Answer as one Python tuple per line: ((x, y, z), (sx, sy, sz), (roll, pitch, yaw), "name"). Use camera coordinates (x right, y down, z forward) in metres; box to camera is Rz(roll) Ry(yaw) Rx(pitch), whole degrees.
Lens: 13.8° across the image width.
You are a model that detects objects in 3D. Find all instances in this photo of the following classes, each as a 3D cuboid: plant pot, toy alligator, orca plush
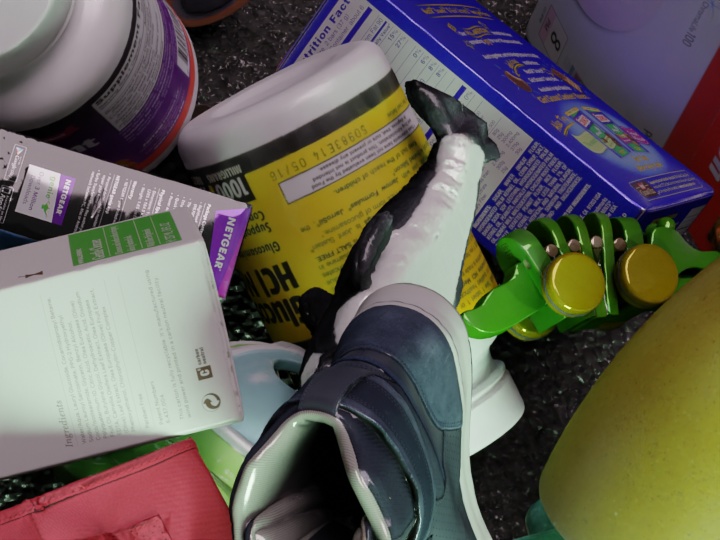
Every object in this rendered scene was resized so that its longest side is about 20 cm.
((0.198, 0.068, 1.374), (0.200, 0.142, 0.200), (15, 20, -6), "plant pot")
((0.132, -0.004, 1.441), (0.200, 0.059, 0.054), (-7, 78, -23), "toy alligator")
((0.000, 0.000, 1.361), (0.071, 0.105, 0.200), (-2, 61, 26), "orca plush")

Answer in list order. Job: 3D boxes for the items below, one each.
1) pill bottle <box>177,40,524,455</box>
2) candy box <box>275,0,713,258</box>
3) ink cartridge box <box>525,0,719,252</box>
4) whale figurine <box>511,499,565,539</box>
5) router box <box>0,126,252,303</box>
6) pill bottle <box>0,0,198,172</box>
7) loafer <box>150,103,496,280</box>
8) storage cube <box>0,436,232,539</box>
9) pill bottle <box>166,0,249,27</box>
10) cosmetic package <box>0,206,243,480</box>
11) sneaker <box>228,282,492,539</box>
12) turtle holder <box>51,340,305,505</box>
((0.001, -0.002, 1.458), (0.112, 0.112, 0.200), (-34, 102, -38), "pill bottle")
((0.073, -0.072, 1.561), (0.200, 0.077, 0.169), (41, 16, 12), "candy box")
((0.167, -0.111, 1.621), (0.057, 0.163, 0.200), (-5, 55, -23), "ink cartridge box")
((0.094, 0.164, 1.409), (0.200, 0.104, 0.159), (13, 50, -7), "whale figurine")
((-0.139, -0.017, 1.405), (0.149, 0.200, 0.051), (17, 81, -6), "router box")
((-0.151, -0.110, 1.392), (0.111, 0.200, 0.112), (-2, 78, 11), "pill bottle")
((-0.023, -0.033, 1.556), (0.200, 0.073, 0.071), (26, 34, -8), "loafer")
((-0.125, 0.203, 1.227), (0.171, 0.200, 0.180), (-20, 73, -33), "storage cube")
((-0.123, -0.229, 1.644), (0.106, 0.106, 0.200), (-15, 60, -31), "pill bottle")
((-0.157, 0.041, 1.254), (0.200, 0.108, 0.085), (-13, 101, -6), "cosmetic package")
((0.005, 0.126, 1.221), (0.077, 0.203, 0.146), (-2, 22, 20), "sneaker")
((-0.041, 0.109, 1.358), (0.185, 0.141, 0.132), (21, 53, 39), "turtle holder")
